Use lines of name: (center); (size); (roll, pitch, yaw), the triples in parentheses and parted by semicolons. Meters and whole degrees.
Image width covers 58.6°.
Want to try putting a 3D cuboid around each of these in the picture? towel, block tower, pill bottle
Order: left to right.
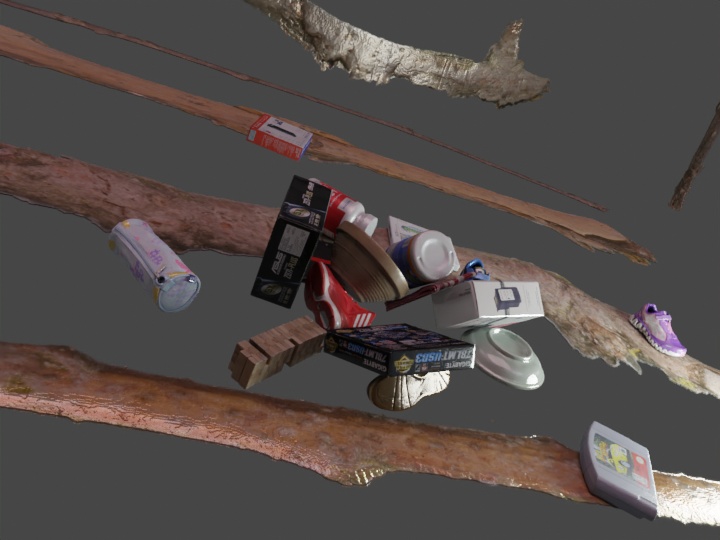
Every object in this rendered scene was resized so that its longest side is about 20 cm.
block tower: (-0.136, 0.132, 1.086); (0.054, 0.058, 0.200); (35, 26, 22)
pill bottle: (-0.063, -0.141, 1.613); (0.200, 0.113, 0.112); (29, 26, 12)
pill bottle: (0.112, -0.016, 1.428); (0.112, 0.113, 0.200); (12, -15, -24)
towel: (0.159, 0.042, 1.437); (0.200, 0.144, 0.023); (-16, 83, -54)

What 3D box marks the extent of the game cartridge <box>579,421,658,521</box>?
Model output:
game cartridge: (0.475, 0.363, 1.193); (0.133, 0.041, 0.200); (23, 25, 8)

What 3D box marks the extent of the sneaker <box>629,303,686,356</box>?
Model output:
sneaker: (0.868, 0.166, 1.854); (0.080, 0.089, 0.200); (11, 29, -27)

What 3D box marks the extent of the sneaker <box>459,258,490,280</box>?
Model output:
sneaker: (0.283, 0.038, 1.602); (0.074, 0.082, 0.200); (21, 27, -9)

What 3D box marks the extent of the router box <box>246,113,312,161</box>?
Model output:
router box: (-0.260, -0.435, 2.091); (0.179, 0.049, 0.200); (21, 25, -5)

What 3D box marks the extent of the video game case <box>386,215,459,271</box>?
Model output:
video game case: (0.173, -0.078, 1.800); (0.199, 0.024, 0.182); (19, 26, -11)

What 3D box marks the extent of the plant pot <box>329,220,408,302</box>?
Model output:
plant pot: (0.000, 0.000, 1.342); (0.201, 0.093, 0.201); (47, -9, 10)

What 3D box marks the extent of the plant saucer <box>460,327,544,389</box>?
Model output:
plant saucer: (0.318, 0.176, 1.401); (0.199, 0.050, 0.200); (19, 26, -10)

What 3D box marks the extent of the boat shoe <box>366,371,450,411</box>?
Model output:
boat shoe: (0.075, 0.198, 1.144); (0.200, 0.072, 0.072); (-10, 12, -44)

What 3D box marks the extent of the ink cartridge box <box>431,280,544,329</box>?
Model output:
ink cartridge box: (0.280, 0.077, 1.425); (0.199, 0.145, 0.085); (1, 74, -32)

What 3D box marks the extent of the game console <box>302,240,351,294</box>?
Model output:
game console: (-0.097, -0.015, 1.446); (0.199, 0.031, 0.177); (13, 33, -20)

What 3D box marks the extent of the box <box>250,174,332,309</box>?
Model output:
box: (-0.135, -0.056, 1.260); (0.086, 0.200, 0.164); (20, 35, -8)

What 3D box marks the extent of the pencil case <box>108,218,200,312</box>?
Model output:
pencil case: (-0.367, -0.011, 1.130); (0.200, 0.083, 0.091); (41, 8, 33)

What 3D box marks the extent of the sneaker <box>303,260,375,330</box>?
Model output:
sneaker: (-0.041, 0.069, 1.293); (0.115, 0.078, 0.200); (19, 37, -31)

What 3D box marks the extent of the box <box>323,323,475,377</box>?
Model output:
box: (0.067, 0.139, 1.154); (0.199, 0.050, 0.198); (0, 6, -37)
